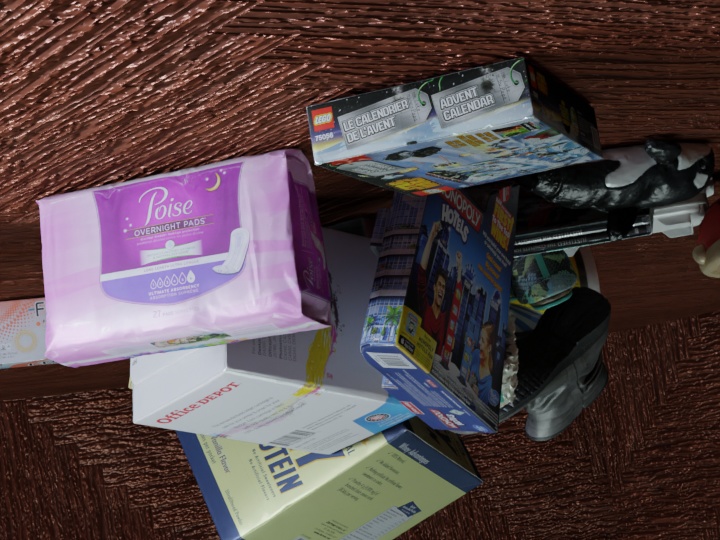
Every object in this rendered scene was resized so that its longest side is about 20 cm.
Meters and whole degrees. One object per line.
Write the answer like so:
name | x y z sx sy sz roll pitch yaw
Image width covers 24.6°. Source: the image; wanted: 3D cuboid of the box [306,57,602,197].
box | 0.065 -0.086 1.043 0.137 0.040 0.200 -12 173 18

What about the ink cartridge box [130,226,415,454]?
ink cartridge box | -0.069 0.053 1.359 0.200 0.146 0.147 13 152 -35

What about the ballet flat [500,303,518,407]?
ballet flat | 0.102 0.050 1.427 0.072 0.072 0.200 -9 -147 5

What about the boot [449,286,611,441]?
boot | 0.155 0.115 1.494 0.200 0.070 0.132 -31 142 -20

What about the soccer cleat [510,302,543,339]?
soccer cleat | 0.110 0.059 1.566 0.200 0.070 0.086 15 -168 -29

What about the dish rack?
dish rack | 0.248 -0.048 1.614 0.200 0.044 0.172 -11 172 12

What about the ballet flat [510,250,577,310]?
ballet flat | 0.157 -0.007 1.515 0.074 0.074 0.200 -8 -179 -5

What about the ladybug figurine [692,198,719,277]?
ladybug figurine | 0.401 -0.050 1.567 0.200 0.072 0.136 -16 165 -19

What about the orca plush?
orca plush | 0.202 -0.060 1.309 0.200 0.071 0.105 -3 172 -42

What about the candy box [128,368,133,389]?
candy box | -0.125 0.079 1.653 0.200 0.116 0.055 11 133 -11

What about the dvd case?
dvd case | 0.156 -0.042 1.439 0.200 0.022 0.146 -8 -166 14

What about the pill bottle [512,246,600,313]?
pill bottle | 0.162 0.028 1.869 0.200 0.112 0.111 -8 174 -7

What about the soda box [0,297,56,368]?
soda box | -0.297 0.061 1.741 0.200 0.069 0.064 -6 173 -14

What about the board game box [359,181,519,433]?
board game box | 0.062 -0.001 1.278 0.062 0.200 0.200 1 157 28

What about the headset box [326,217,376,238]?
headset box | 0.000 0.000 1.567 0.148 0.075 0.200 -14 172 39

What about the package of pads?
package of pads | -0.124 -0.007 1.133 0.200 0.121 0.076 -10 168 17

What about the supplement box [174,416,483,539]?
supplement box | -0.026 0.174 1.553 0.200 0.134 0.200 -34 150 10
